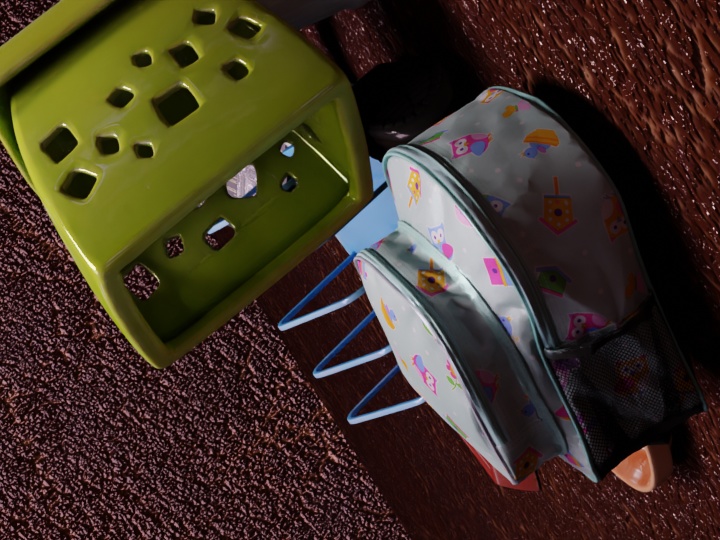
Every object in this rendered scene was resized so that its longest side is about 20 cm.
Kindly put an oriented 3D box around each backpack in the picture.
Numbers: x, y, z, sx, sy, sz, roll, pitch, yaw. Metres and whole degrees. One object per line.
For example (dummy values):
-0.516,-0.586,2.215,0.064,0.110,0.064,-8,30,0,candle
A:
0.085,0.006,1.005,0.176,0.153,0.201,44,155,58,backpack

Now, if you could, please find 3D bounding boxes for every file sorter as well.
0.000,0.000,1.354,0.200,0.123,0.139,53,147,-10,file sorter

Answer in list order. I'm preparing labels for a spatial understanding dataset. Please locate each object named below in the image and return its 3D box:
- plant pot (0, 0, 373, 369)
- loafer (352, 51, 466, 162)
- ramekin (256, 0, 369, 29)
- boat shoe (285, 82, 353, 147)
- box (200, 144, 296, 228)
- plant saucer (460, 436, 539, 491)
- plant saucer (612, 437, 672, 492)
-0.125,-0.085,1.155,0.182,0.199,0.200,49,170,18,plant pot
0.037,-0.100,1.208,0.071,0.073,0.200,49,179,-14,loafer
-0.078,-0.248,1.209,0.203,0.094,0.202,56,171,13,ramekin
-0.015,-0.113,1.433,0.202,0.074,0.065,52,159,17,boat shoe
-0.130,-0.128,1.687,0.199,0.043,0.161,26,129,30,box
0.094,0.110,1.734,0.200,0.037,0.200,53,171,33,plant saucer
0.151,0.058,1.216,0.201,0.032,0.200,56,171,14,plant saucer
